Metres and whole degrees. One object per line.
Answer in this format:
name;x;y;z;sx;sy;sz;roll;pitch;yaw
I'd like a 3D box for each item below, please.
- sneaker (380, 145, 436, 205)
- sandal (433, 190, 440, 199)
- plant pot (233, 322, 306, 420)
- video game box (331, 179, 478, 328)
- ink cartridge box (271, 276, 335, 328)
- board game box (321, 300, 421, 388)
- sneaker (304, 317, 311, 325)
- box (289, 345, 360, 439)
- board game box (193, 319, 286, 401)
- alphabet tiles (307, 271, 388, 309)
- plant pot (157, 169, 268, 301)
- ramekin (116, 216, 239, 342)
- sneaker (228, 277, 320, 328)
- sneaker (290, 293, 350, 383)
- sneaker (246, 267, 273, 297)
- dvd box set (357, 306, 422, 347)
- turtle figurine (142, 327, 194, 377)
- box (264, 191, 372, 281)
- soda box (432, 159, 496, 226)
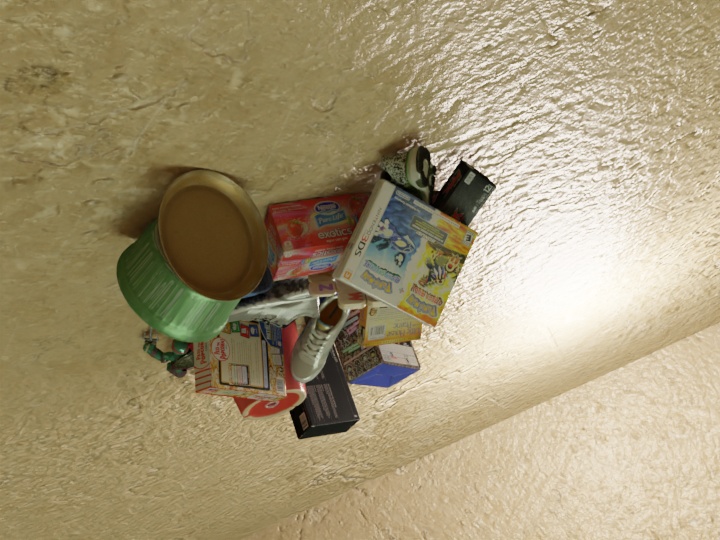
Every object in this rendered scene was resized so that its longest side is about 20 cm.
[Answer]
sneaker;0.080;-0.160;1.502;0.087;0.078;0.200;8;163;14
sandal;0.110;-0.064;1.662;0.081;0.055;0.202;-4;123;-27
plant pot;-0.206;0.204;1.835;0.198;0.179;0.201;-17;155;-8
video game box;0.077;-0.027;1.478;0.198;0.184;0.047;27;178;-18
ink cartridge box;-0.124;0.043;1.723;0.198;0.044;0.199;-38;146;29
board game box;0.021;0.133;1.849;0.096;0.202;0.159;-32;153;26
sneaker;-0.087;0.145;1.936;0.070;0.076;0.201;-13;154;-17
box;-0.103;0.280;2.041;0.140;0.202;0.079;-2;149;-34
board game box;-0.229;0.164;1.666;0.046;0.154;0.199;-20;156;35
alphabet tiles;0.000;0.000;1.575;0.193;0.201;0.015;-3;127;-5
plant pot;-0.222;-0.050;1.303;0.027;0.203;0.199;-19;163;41
ramekin;-0.270;0.003;1.367;0.199;0.201;0.098;8;136;-47
sneaker;-0.167;0.077;1.614;0.197;0.075;0.083;-10;114;0
sneaker;-0.085;0.131;1.748;0.202;0.076;0.081;-63;175;-1
sneaker;-0.257;0.028;1.574;0.197;0.075;0.082;-7;158;-18
dvd box set;0.068;0.045;1.718;0.145;0.029;0.203;-6;110;-32
turtle figurine;-0.349;0.150;1.714;0.148;0.102;0.200;-18;161;-9
box;-0.065;-0.060;1.520;0.197;0.096;0.103;-10;153;-23
soda box;0.154;-0.093;1.558;0.063;0.071;0.201;32;102;-18
